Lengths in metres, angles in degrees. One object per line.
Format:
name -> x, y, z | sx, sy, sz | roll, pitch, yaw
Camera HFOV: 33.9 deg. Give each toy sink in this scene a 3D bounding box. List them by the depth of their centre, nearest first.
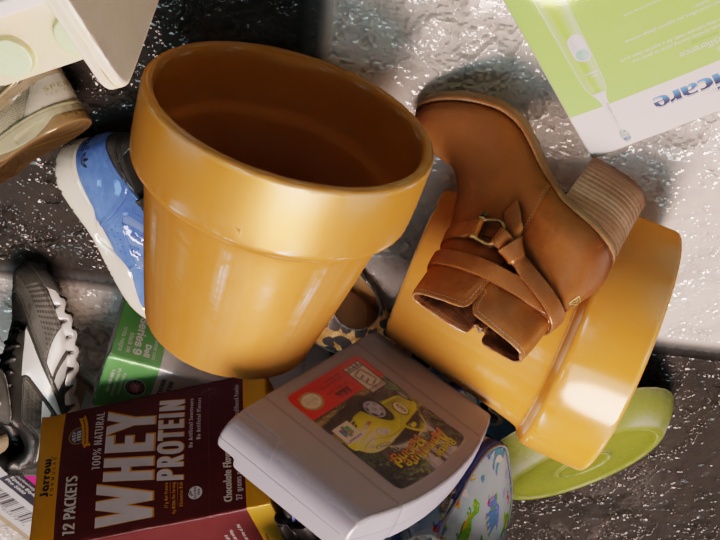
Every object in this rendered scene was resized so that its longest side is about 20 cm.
toy sink -> -0.199, -0.200, 0.716 | 0.112, 0.200, 0.131 | -14, 132, 18

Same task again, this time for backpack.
backpack -> 0.045, 0.188, 0.973 | 0.146, 0.200, 0.183 | 11, 136, 23

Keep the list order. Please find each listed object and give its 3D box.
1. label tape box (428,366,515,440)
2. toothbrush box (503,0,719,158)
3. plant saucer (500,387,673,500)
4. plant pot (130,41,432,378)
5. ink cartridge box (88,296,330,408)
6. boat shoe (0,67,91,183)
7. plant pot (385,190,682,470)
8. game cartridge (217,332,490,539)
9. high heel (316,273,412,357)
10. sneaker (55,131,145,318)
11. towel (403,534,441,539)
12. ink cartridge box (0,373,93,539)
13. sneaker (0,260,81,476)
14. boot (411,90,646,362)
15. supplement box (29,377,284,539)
label tape box -> 0.058, 0.149, 1.128 | 0.143, 0.066, 0.200 | 33, 123, -25
toothbrush box -> 0.177, -0.191, 0.771 | 0.145, 0.086, 0.200 | -21, 128, 24
plant saucer -> 0.202, 0.168, 1.094 | 0.199, 0.031, 0.200 | -16, 154, -8
plant pot -> -0.071, -0.033, 0.832 | 0.199, 0.200, 0.184 | 14, 121, -9
ink cartridge box -> -0.143, 0.116, 1.097 | 0.199, 0.084, 0.146 | 16, 134, -11
boat shoe -> -0.295, -0.103, 0.919 | 0.200, 0.072, 0.065 | -23, 92, 31
plant pot -> 0.126, 0.029, 0.930 | 0.183, 0.200, 0.201 | 22, 134, 4
game cartridge -> 0.008, 0.119, 0.846 | 0.133, 0.200, 0.041 | 39, 123, 16
high heel -> 0.000, 0.000, 0.978 | 0.200, 0.072, 0.142 | 39, 133, -17
sneaker -> -0.150, -0.031, 0.960 | 0.111, 0.077, 0.200 | -9, 127, 26
towel -> 0.030, 0.281, 0.892 | 0.171, 0.048, 0.200 | -22, 128, 25
ink cartridge box -> -0.299, 0.207, 1.207 | 0.164, 0.075, 0.200 | -22, 127, 26
sneaker -> -0.295, 0.094, 1.041 | 0.066, 0.090, 0.201 | 13, 112, 49
boot -> 0.082, -0.036, 0.838 | 0.200, 0.155, 0.074 | 30, 160, 31
supplement box -> -0.149, 0.213, 1.024 | 0.199, 0.133, 0.198 | -12, 137, 6
